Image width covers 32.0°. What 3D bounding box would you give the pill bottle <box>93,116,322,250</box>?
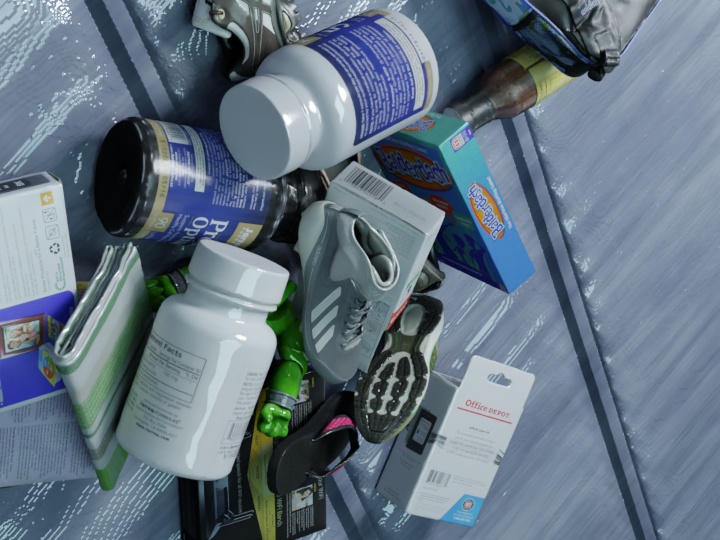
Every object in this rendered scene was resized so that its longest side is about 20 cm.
[{"bbox_3d":[-0.141,-0.077,1.194,0.199,0.112,0.112,6,102,-35],"label":"pill bottle"}]

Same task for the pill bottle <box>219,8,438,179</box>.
[{"bbox_3d":[-0.030,-0.162,1.175,0.200,0.119,0.120,-32,123,-41],"label":"pill bottle"}]

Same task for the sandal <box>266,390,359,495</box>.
[{"bbox_3d":[-0.034,0.184,1.308,0.200,0.045,0.075,-32,128,-63],"label":"sandal"}]

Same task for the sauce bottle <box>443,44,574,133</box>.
[{"bbox_3d":[0.178,-0.212,1.399,0.200,0.066,0.066,-32,121,-20],"label":"sauce bottle"}]

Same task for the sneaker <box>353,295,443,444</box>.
[{"bbox_3d":[0.051,0.122,1.385,0.089,0.077,0.200,78,28,-43],"label":"sneaker"}]

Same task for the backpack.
[{"bbox_3d":[0.209,-0.322,1.318,0.200,0.147,0.183,40,80,-13],"label":"backpack"}]

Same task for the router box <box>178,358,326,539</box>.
[{"bbox_3d":[-0.115,0.204,1.347,0.157,0.052,0.201,-12,112,-32],"label":"router box"}]

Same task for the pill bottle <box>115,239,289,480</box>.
[{"bbox_3d":[-0.141,0.080,1.153,0.114,0.114,0.201,16,98,-37],"label":"pill bottle"}]

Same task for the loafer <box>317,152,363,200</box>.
[{"bbox_3d":[-0.023,-0.114,1.288,0.072,0.063,0.201,-24,114,-24],"label":"loafer"}]

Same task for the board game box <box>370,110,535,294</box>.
[{"bbox_3d":[0.090,-0.081,1.328,0.045,0.152,0.200,-40,123,-16],"label":"board game box"}]

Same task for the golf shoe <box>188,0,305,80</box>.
[{"bbox_3d":[-0.121,-0.268,1.164,0.094,0.078,0.201,-34,121,-20],"label":"golf shoe"}]

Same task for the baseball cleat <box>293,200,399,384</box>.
[{"bbox_3d":[-0.011,0.032,1.209,0.070,0.106,0.201,-38,130,-39],"label":"baseball cleat"}]

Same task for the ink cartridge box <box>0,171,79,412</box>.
[{"bbox_3d":[-0.341,0.033,1.075,0.199,0.043,0.199,-17,116,-32],"label":"ink cartridge box"}]

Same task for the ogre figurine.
[{"bbox_3d":[-0.116,0.061,1.261,0.120,0.200,0.098,-44,168,-26],"label":"ogre figurine"}]

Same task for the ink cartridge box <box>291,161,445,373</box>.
[{"bbox_3d":[0.000,0.000,1.269,0.050,0.109,0.200,-48,164,-48],"label":"ink cartridge box"}]

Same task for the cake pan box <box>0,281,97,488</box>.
[{"bbox_3d":[-0.326,0.111,1.172,0.184,0.052,0.201,-2,107,-32],"label":"cake pan box"}]

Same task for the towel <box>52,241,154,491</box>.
[{"bbox_3d":[-0.232,0.090,1.163,0.200,0.031,0.150,88,18,-47],"label":"towel"}]

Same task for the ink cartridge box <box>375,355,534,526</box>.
[{"bbox_3d":[0.114,0.193,1.492,0.116,0.067,0.201,20,94,-37],"label":"ink cartridge box"}]

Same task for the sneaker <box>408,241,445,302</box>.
[{"bbox_3d":[0.019,0.025,1.341,0.076,0.114,0.200,25,93,-36],"label":"sneaker"}]
